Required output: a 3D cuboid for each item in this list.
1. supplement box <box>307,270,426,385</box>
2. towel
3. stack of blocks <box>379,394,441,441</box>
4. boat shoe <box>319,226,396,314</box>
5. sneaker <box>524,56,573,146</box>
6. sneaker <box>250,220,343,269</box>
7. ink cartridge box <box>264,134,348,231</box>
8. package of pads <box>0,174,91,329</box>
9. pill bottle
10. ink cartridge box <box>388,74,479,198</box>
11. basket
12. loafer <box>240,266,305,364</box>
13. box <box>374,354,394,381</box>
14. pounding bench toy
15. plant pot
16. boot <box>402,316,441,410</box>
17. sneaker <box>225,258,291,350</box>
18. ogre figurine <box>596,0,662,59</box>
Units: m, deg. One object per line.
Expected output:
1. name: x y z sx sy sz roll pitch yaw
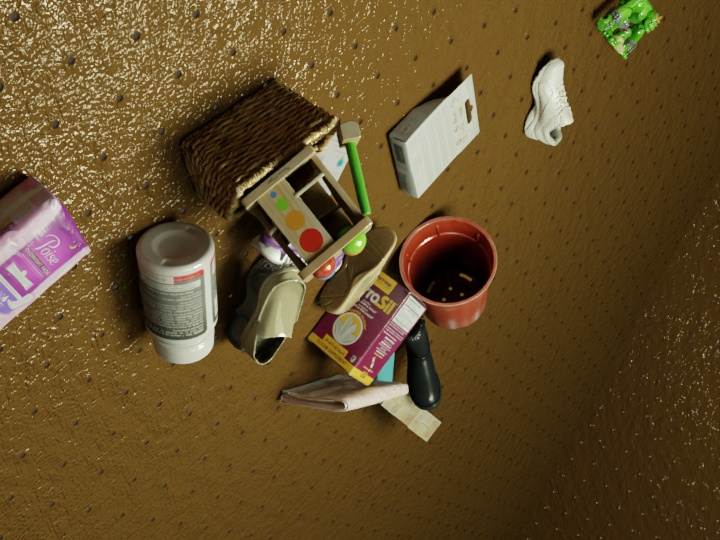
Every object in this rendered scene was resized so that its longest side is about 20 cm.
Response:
1. supplement box: 0.014 0.105 1.799 0.201 0.131 0.103 -53 149 -2
2. towel: -0.033 0.247 1.834 0.199 0.190 0.033 -8 97 -50
3. stack of blocks: 0.088 0.309 2.108 0.059 0.115 0.200 -51 131 -5
4. boat shoe: 0.000 0.000 1.745 0.200 0.071 0.064 -48 156 6
5. sneaker: 0.417 -0.355 1.923 0.078 0.099 0.201 -33 143 -30
6. sneaker: -0.087 -0.053 1.491 0.199 0.080 0.089 10 112 -53
7. ink cartridge box: -0.092 -0.146 1.500 0.119 0.042 0.201 5 115 -56
8. package of pads: -0.444 -0.010 1.126 0.200 0.075 0.121 -44 150 -17
9. pill bottle: -0.273 0.038 1.363 0.113 0.114 0.201 -29 141 -34
10. ink cartridge box: 0.141 -0.258 1.709 0.200 0.057 0.163 -51 150 -21
11. basket: -0.136 -0.155 1.328 0.200 0.149 0.143 -39 146 -24
12. loafer: -0.136 0.078 1.485 0.075 0.069 0.201 1 133 -32
13. box: 0.028 0.187 1.943 0.049 0.082 0.201 -32 142 -30
14. pounding bench toy: -0.040 -0.094 1.287 0.200 0.156 0.124 -40 179 -2
15. plant pot: 0.190 0.021 1.914 0.201 0.200 0.196 -46 156 -13
16. boot: 0.123 0.188 1.995 0.076 0.202 0.169 -12 148 8
17. sneaker: -0.161 0.047 1.579 0.201 0.074 0.087 -56 157 20
18. ogre figurine: 0.589 -0.546 1.984 0.120 0.099 0.199 -44 137 19
